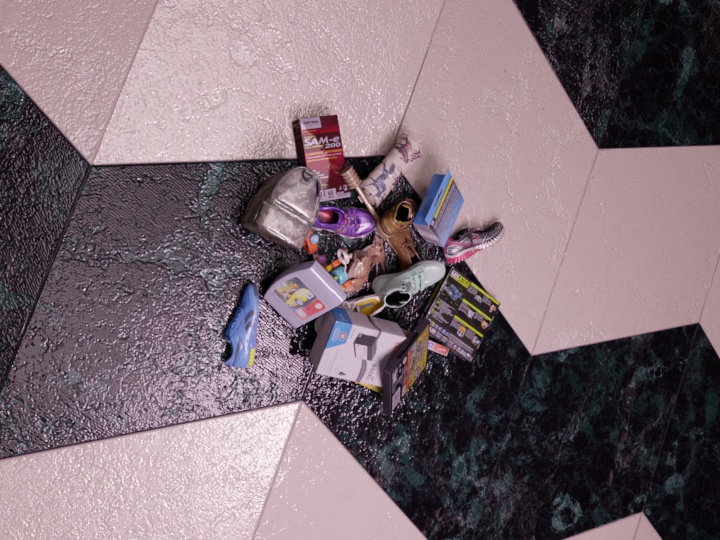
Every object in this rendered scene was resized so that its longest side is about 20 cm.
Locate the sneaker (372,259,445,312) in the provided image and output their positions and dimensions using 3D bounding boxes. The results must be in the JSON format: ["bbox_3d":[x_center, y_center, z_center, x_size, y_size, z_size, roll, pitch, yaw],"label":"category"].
[{"bbox_3d":[0.136,0.042,1.475,0.196,0.119,0.075,-17,117,-7],"label":"sneaker"}]

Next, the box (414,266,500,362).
[{"bbox_3d":[0.274,0.123,1.645,0.198,0.047,0.196,33,78,-20],"label":"box"}]

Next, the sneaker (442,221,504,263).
[{"bbox_3d":[0.317,-0.090,1.631,0.197,0.080,0.076,-27,101,-19],"label":"sneaker"}]

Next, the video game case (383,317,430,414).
[{"bbox_3d":[0.115,0.242,1.477,0.181,0.025,0.202,-47,152,-31],"label":"video game case"}]

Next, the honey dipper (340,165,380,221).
[{"bbox_3d":[0.015,-0.169,1.471,0.038,0.038,0.202,-40,115,-16],"label":"honey dipper"}]

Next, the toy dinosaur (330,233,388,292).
[{"bbox_3d":[0.000,0.000,1.508,0.202,0.086,0.135,-53,146,5],"label":"toy dinosaur"}]

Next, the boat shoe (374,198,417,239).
[{"bbox_3d":[0.110,-0.140,1.496,0.072,0.068,0.200,51,37,-6],"label":"boat shoe"}]

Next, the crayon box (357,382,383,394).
[{"bbox_3d":[0.031,0.242,1.546,0.197,0.051,0.128,27,83,-21],"label":"crayon box"}]

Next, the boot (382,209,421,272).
[{"bbox_3d":[0.120,-0.068,1.553,0.073,0.075,0.204,-27,102,-17],"label":"boot"}]

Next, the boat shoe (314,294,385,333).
[{"bbox_3d":[-0.019,0.111,1.492,0.198,0.086,0.076,-18,89,-22],"label":"boat shoe"}]

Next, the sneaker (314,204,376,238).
[{"bbox_3d":[-0.044,-0.123,1.475,0.195,0.083,0.083,2,93,-25],"label":"sneaker"}]

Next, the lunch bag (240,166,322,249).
[{"bbox_3d":[-0.174,-0.153,1.357,0.137,0.199,0.171,25,85,-22],"label":"lunch bag"}]

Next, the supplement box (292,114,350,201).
[{"bbox_3d":[-0.097,-0.275,1.456,0.107,0.061,0.205,-13,97,-23],"label":"supplement box"}]

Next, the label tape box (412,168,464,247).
[{"bbox_3d":[0.197,-0.166,1.525,0.147,0.062,0.200,-65,153,-8],"label":"label tape box"}]

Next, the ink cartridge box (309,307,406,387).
[{"bbox_3d":[-0.006,0.188,1.433,0.196,0.084,0.148,16,106,-23],"label":"ink cartridge box"}]

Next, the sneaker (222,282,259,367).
[{"bbox_3d":[-0.285,0.130,1.399,0.077,0.066,0.206,6,91,-19],"label":"sneaker"}]

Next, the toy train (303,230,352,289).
[{"bbox_3d":[-0.097,-0.023,1.416,0.055,0.199,0.153,-29,128,-24],"label":"toy train"}]

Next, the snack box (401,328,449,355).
[{"bbox_3d":[0.141,0.182,1.577,0.197,0.072,0.025,24,84,-22],"label":"snack box"}]

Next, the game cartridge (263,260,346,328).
[{"bbox_3d":[-0.140,0.056,1.394,0.134,0.198,0.041,48,41,-14],"label":"game cartridge"}]

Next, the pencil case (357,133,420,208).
[{"bbox_3d":[0.071,-0.256,1.516,0.078,0.089,0.201,42,80,-10],"label":"pencil case"}]
